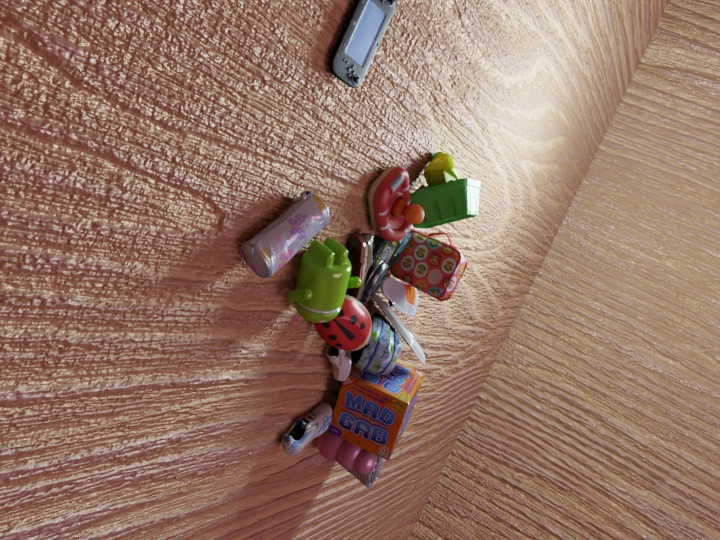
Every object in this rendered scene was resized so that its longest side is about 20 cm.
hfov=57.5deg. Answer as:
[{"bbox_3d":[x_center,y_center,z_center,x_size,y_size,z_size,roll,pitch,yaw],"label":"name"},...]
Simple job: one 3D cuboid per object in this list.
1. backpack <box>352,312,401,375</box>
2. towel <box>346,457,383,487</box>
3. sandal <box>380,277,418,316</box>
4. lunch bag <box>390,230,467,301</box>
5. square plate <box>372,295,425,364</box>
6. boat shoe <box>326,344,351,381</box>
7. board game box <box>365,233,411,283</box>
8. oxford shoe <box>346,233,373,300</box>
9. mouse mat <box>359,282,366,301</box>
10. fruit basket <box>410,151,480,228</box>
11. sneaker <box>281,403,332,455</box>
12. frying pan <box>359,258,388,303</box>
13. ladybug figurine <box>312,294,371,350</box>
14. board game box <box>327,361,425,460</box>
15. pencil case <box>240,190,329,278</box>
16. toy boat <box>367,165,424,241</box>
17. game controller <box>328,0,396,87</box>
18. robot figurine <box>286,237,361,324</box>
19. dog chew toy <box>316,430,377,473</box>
[{"bbox_3d":[0.041,0.209,1.806,0.164,0.153,0.200,-61,169,-2],"label":"backpack"},{"bbox_3d":[-0.006,0.579,2.109,0.085,0.165,0.202,-29,139,-39],"label":"towel"},{"bbox_3d":[0.102,0.068,1.895,0.206,0.059,0.080,35,66,-49],"label":"sandal"},{"bbox_3d":[0.198,-0.027,1.864,0.082,0.199,0.178,19,99,-59],"label":"lunch bag"},{"bbox_3d":[0.118,0.170,1.911,0.028,0.199,0.200,-38,152,-1],"label":"square plate"},{"bbox_3d":[-0.063,0.221,1.779,0.069,0.071,0.202,-10,127,-27],"label":"boat shoe"},{"bbox_3d":[0.070,-0.058,1.784,0.201,0.028,0.136,-54,153,-22],"label":"board game box"},{"bbox_3d":[0.000,0.000,1.660,0.074,0.070,0.202,-20,133,-43],"label":"oxford shoe"},{"bbox_3d":[-0.029,0.089,1.775,0.201,0.007,0.161,-58,154,-7],"label":"mouse mat"},{"bbox_3d":[0.214,-0.227,1.757,0.155,0.214,0.218,-4,118,-62],"label":"fruit basket"},{"bbox_3d":[-0.143,0.429,1.823,0.200,0.071,0.073,-39,137,-46],"label":"sneaker"},{"bbox_3d":[0.020,0.055,1.710,0.191,0.031,0.115,-60,169,3],"label":"frying pan"},{"bbox_3d":[-0.043,0.136,1.646,0.135,0.072,0.200,-41,127,8],"label":"ladybug figurine"},{"bbox_3d":[0.049,0.389,1.939,0.200,0.198,0.202,-40,149,-65],"label":"board game box"},{"bbox_3d":[-0.148,-0.074,1.311,0.200,0.083,0.091,-46,156,-29],"label":"pencil case"},{"bbox_3d":[0.102,-0.153,1.640,0.131,0.130,0.201,-48,150,-26],"label":"toy boat"},{"bbox_3d":[0.004,-0.460,1.269,0.104,0.042,0.202,15,101,-64],"label":"game controller"},{"bbox_3d":[-0.087,0.030,1.484,0.174,0.115,0.202,-15,129,-45],"label":"robot figurine"},{"bbox_3d":[-0.035,0.536,1.970,0.124,0.199,0.125,-42,149,-34],"label":"dog chew toy"}]
